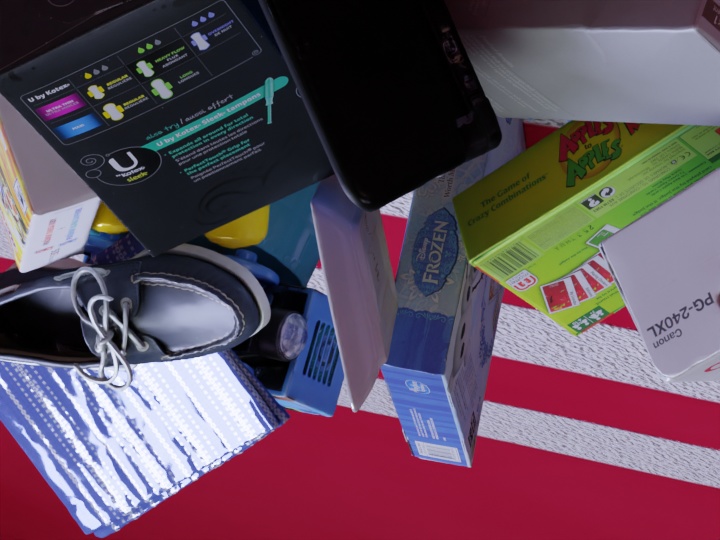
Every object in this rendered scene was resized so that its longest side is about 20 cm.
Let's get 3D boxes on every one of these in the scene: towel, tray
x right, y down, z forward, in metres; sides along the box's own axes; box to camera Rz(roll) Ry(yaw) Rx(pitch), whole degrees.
[{"bbox_3d":[-0.143,0.070,1.711,0.200,0.024,0.145,-32,97,43],"label":"towel"},{"bbox_3d":[0.000,0.000,1.494,0.022,0.108,0.200,-12,-171,5],"label":"tray"}]

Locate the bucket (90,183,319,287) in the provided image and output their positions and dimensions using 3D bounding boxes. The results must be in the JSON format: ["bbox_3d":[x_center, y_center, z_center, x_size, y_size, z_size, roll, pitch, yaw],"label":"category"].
[{"bbox_3d":[-0.096,-0.075,1.781,0.207,0.135,0.207,19,165,5],"label":"bucket"}]

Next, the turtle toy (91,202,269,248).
[{"bbox_3d":[-0.070,-0.089,1.625,0.200,0.146,0.101,7,-170,17],"label":"turtle toy"}]

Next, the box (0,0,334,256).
[{"bbox_3d":[-0.104,-0.128,1.405,0.124,0.149,0.200,-25,149,9],"label":"box"}]

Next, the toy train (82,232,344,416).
[{"bbox_3d":[-0.103,0.034,1.755,0.200,0.087,0.114,8,167,35],"label":"toy train"}]

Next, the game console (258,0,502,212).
[{"bbox_3d":[-0.027,-0.127,1.379,0.200,0.116,0.176,67,156,-3],"label":"game console"}]

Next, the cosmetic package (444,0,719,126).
[{"bbox_3d":[0.126,-0.129,1.423,0.200,0.090,0.107,3,156,41],"label":"cosmetic package"}]

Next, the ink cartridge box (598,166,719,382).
[{"bbox_3d":[0.235,-0.011,1.444,0.145,0.083,0.200,-33,161,29],"label":"ink cartridge box"}]

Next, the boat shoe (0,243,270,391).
[{"bbox_3d":[-0.142,0.025,1.623,0.200,0.062,0.075,4,121,34],"label":"boat shoe"}]

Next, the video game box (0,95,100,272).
[{"bbox_3d":[-0.195,-0.111,1.554,0.047,0.200,0.182,-19,174,-9],"label":"video game box"}]

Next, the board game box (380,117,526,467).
[{"bbox_3d":[0.058,-0.006,1.697,0.043,0.199,0.200,10,162,10],"label":"board game box"}]

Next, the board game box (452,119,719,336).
[{"bbox_3d":[0.159,-0.051,1.502,0.200,0.048,0.102,-33,139,24],"label":"board game box"}]

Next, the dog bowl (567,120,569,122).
[{"bbox_3d":[0.163,-0.084,1.587,0.111,0.050,0.200,6,160,42],"label":"dog bowl"}]
